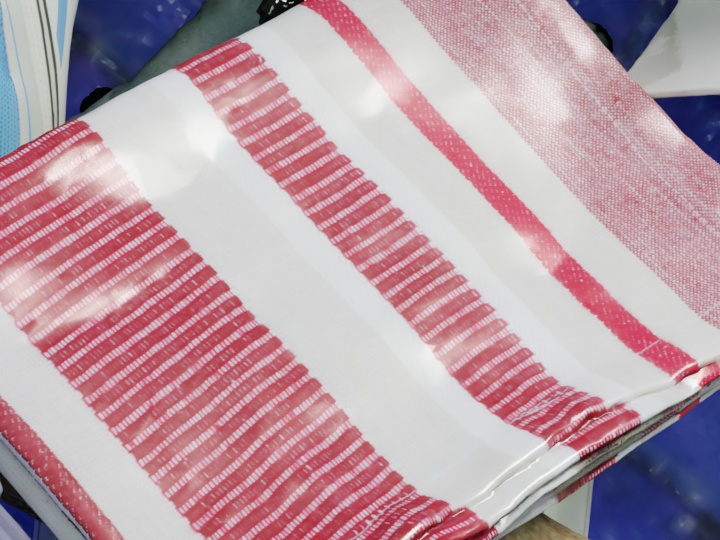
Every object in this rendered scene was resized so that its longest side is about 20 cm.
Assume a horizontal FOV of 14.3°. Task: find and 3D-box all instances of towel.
[{"bbox_3d":[0.000,0.000,0.666,0.200,0.023,0.144,-31,66,-32],"label":"towel"}]

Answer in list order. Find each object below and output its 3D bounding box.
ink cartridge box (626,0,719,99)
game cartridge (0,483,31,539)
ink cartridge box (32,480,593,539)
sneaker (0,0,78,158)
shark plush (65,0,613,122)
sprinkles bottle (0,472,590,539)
[{"bbox_3d":[0.136,-0.135,0.731,0.068,0.116,0.200,54,52,-31],"label":"ink cartridge box"},{"bbox_3d":[-0.078,0.075,0.630,0.038,0.130,0.200,-41,123,-8],"label":"game cartridge"},{"bbox_3d":[-0.017,0.095,0.778,0.144,0.084,0.201,6,88,-3],"label":"ink cartridge box"},{"bbox_3d":[-0.108,-0.082,0.732,0.072,0.072,0.201,0,88,22],"label":"sneaker"},{"bbox_3d":[-0.017,-0.077,0.783,0.199,0.083,0.091,-17,90,-3],"label":"shark plush"},{"bbox_3d":[-0.008,0.065,0.703,0.199,0.068,0.068,30,87,-1],"label":"sprinkles bottle"}]
